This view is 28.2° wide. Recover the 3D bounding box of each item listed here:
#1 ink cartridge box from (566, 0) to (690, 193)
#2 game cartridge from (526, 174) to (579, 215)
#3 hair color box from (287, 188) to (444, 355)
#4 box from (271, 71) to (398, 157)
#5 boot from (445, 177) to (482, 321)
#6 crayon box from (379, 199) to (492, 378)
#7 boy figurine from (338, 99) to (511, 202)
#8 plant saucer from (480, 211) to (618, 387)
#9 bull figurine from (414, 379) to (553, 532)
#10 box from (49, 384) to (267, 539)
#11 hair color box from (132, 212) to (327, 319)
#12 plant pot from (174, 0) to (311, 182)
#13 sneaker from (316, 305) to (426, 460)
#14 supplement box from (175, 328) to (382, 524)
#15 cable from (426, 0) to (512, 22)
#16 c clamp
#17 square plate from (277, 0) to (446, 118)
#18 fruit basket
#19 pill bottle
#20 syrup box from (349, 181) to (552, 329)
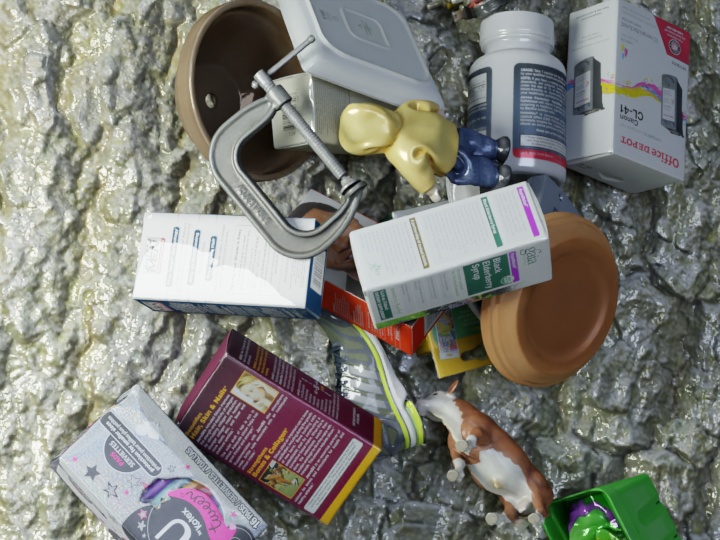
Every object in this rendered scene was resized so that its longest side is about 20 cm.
[{"bbox_3d":[0.328,-0.213,1.760,0.147,0.085,0.201,15,72,-38],"label":"ink cartridge box"},{"bbox_3d":[0.237,-0.009,1.677,0.200,0.041,0.134,54,36,-34],"label":"game cartridge"},{"bbox_3d":[0.000,0.000,1.592,0.199,0.061,0.102,27,60,21],"label":"hair color box"},{"bbox_3d":[-0.008,-0.174,1.626,0.199,0.068,0.083,1,85,-47],"label":"box"},{"bbox_3d":[0.138,-0.034,1.616,0.073,0.095,0.201,-23,87,24],"label":"boot"},{"bbox_3d":[0.111,0.019,1.683,0.125,0.052,0.201,-13,83,-20],"label":"crayon box"},{"bbox_3d":[0.069,-0.131,1.561,0.199,0.064,0.125,13,58,-22],"label":"boy figurine"},{"bbox_3d":[0.220,0.036,1.594,0.199,0.037,0.201,-11,108,-34],"label":"plant saucer"},{"bbox_3d":[0.141,0.213,1.618,0.200,0.121,0.065,41,114,-2],"label":"bull figurine"},{"bbox_3d":[-0.214,0.234,1.491,0.200,0.132,0.115,47,70,-4],"label":"box"},{"bbox_3d":[-0.140,-0.005,1.551,0.199,0.061,0.101,3,76,16],"label":"hair color box"},{"bbox_3d":[-0.142,-0.196,1.602,0.200,0.092,0.202,6,82,-47],"label":"plant pot"},{"bbox_3d":[-0.004,0.126,1.616,0.081,0.074,0.201,-30,87,-15],"label":"sneaker"},{"bbox_3d":[-0.088,0.168,1.548,0.199,0.086,0.111,33,104,-9],"label":"supplement box"},{"bbox_3d":[0.182,-0.355,1.757,0.199,0.097,0.051,-28,108,-20],"label":"cable"},{"bbox_3d":[-0.067,-0.121,1.500,0.170,0.027,0.200,-34,84,0],"label":"c clamp"},{"bbox_3d":[0.000,-0.266,1.632,0.197,0.028,0.201,15,38,-33],"label":"square plate"},{"bbox_3d":[0.279,0.348,1.616,0.215,0.155,0.217,11,68,-28],"label":"fruit basket"},{"bbox_3d":[0.188,-0.201,1.715,0.119,0.120,0.201,6,78,-17],"label":"pill bottle"},{"bbox_3d":[0.096,-0.015,1.500,0.199,0.079,0.082,-15,56,1],"label":"syrup box"}]
